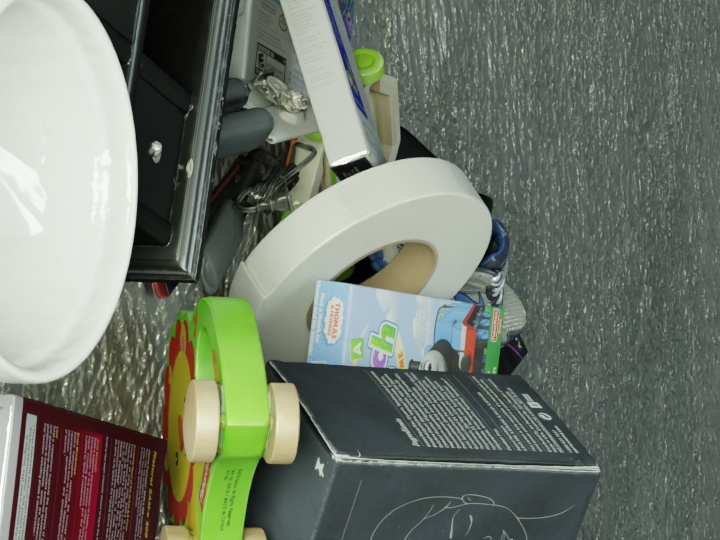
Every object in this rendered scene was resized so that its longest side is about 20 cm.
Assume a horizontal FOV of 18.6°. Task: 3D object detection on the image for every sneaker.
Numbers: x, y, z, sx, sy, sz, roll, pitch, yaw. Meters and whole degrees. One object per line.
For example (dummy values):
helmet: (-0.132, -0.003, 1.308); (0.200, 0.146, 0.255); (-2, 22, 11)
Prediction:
sneaker: (0.085, 0.002, 1.701); (0.200, 0.085, 0.078); (35, 41, -47)

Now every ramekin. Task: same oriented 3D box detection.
ramekin: (-0.201, -0.046, 1.113); (0.200, 0.104, 0.202); (2, 90, -70)

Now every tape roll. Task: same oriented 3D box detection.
tape roll: (0.000, 0.000, 1.558); (0.037, 0.202, 0.203); (57, 6, 26)

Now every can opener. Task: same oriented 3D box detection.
can opener: (-0.090, -0.095, 1.473); (0.067, 0.053, 0.200); (-49, 167, 24)

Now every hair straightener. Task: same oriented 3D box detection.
hair straightener: (-0.073, -0.039, 1.499); (0.200, 0.076, 0.041); (-52, 134, -58)

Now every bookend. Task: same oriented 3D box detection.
bookend: (-0.157, -0.118, 1.244); (0.200, 0.091, 0.201); (41, 54, -63)

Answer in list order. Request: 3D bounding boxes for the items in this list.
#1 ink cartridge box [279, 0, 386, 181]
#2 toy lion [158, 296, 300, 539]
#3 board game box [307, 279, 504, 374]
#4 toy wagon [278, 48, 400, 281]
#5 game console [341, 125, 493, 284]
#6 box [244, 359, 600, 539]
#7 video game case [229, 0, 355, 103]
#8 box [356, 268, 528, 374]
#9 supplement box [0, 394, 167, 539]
ink cartridge box: (-0.025, -0.156, 1.546); (0.095, 0.037, 0.202); (47, 27, -73)
toy lion: (-0.093, 0.094, 1.360); (0.193, 0.068, 0.201); (-103, -160, -46)
board game box: (0.029, 0.092, 1.560); (0.199, 0.036, 0.153); (9, 88, -54)
toy wagon: (-0.022, -0.065, 1.654); (0.200, 0.039, 0.156); (-55, 152, -39)
game console: (0.035, 0.012, 1.883); (0.176, 0.115, 0.201); (115, -7, -56)
box: (0.020, 0.176, 1.423); (0.195, 0.124, 0.201); (4, 116, -30)
video game case: (-0.048, -0.206, 1.633); (0.200, 0.023, 0.184); (24, 69, -67)
box: (0.063, 0.045, 1.759); (0.144, 0.036, 0.200); (63, 27, -9)
supplement box: (-0.180, 0.135, 1.246); (0.200, 0.060, 0.110); (32, 62, -66)
